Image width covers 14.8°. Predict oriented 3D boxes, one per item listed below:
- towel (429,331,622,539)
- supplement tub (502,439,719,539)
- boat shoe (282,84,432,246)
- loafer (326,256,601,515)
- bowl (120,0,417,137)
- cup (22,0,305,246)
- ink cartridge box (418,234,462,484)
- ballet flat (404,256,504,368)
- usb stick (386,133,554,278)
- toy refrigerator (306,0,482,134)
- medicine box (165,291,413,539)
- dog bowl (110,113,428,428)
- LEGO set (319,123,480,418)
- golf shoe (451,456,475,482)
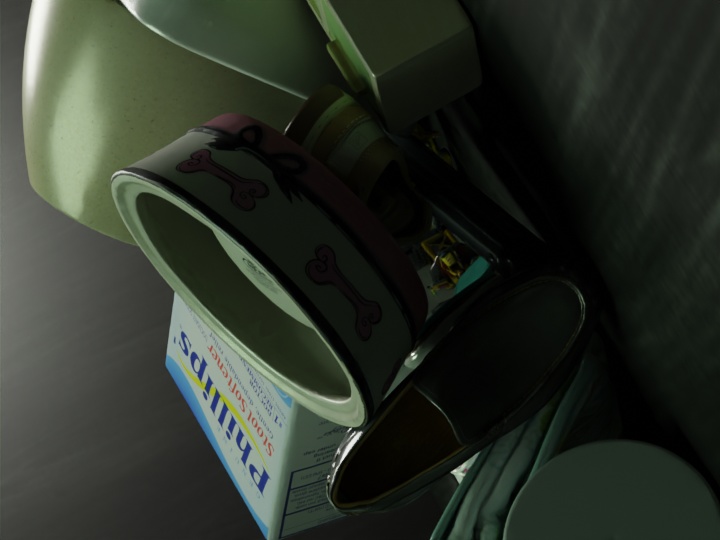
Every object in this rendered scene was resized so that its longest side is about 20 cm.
[{"bbox_3d":[0.098,0.147,1.675,0.048,0.200,0.171,25,163,18],"label":"towel"},{"bbox_3d":[0.158,0.196,1.610,0.132,0.132,0.200,59,175,29],"label":"supplement tub"},{"bbox_3d":[0.007,-0.038,1.611,0.076,0.072,0.200,34,174,18],"label":"boat shoe"},{"bbox_3d":[0.059,0.073,1.567,0.073,0.200,0.072,44,-160,3],"label":"loafer"},{"bbox_3d":[-0.051,-0.167,1.693,0.200,0.075,0.200,23,-167,-21],"label":"bowl"},{"bbox_3d":[-0.134,-0.099,1.748,0.200,0.144,0.200,24,-168,-6],"label":"cup"},{"bbox_3d":[0.079,0.074,2.025,0.147,0.086,0.200,60,177,28],"label":"ink cartridge box"},{"bbox_3d":[0.080,0.032,1.693,0.070,0.069,0.200,62,-161,-5],"label":"ballet flat"},{"bbox_3d":[0.047,-0.051,1.693,0.200,0.033,0.055,42,-177,40],"label":"usb stick"},{"bbox_3d":[-0.011,-0.182,1.565,0.200,0.070,0.076,59,175,22],"label":"toy refrigerator"},{"bbox_3d":[-0.051,0.059,1.992,0.182,0.103,0.200,57,151,33],"label":"medicine box"},{"bbox_3d":[-0.045,-0.006,1.561,0.200,0.074,0.200,41,165,14],"label":"dog bowl"},{"bbox_3d":[0.000,0.000,1.799,0.116,0.200,0.154,51,161,45],"label":"LEGO set"},{"bbox_3d":[0.086,0.129,1.795,0.075,0.091,0.201,-6,89,60],"label":"golf shoe"}]
